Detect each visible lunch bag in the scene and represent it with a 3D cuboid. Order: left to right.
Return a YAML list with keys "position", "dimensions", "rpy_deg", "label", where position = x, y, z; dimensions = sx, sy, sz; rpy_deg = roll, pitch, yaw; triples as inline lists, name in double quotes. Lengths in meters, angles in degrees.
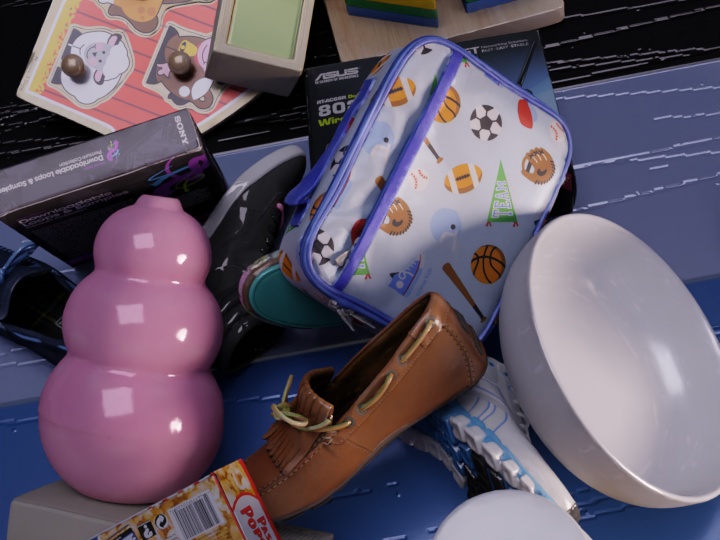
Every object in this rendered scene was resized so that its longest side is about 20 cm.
- position: [0.040, -0.046, 0.768]
  dimensions: [0.160, 0.076, 0.200]
  rpy_deg: [31, 81, -21]
  label: "lunch bag"

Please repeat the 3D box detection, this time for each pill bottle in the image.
- position: [0.086, 0.198, 0.643]
  dimensions: [0.112, 0.200, 0.113]
  rpy_deg: [-4, 59, 7]
  label: "pill bottle"

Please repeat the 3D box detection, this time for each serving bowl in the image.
- position: [0.159, 0.064, 0.748]
  dimensions: [0.066, 0.200, 0.201]
  rpy_deg: [-35, 47, 40]
  label: "serving bowl"

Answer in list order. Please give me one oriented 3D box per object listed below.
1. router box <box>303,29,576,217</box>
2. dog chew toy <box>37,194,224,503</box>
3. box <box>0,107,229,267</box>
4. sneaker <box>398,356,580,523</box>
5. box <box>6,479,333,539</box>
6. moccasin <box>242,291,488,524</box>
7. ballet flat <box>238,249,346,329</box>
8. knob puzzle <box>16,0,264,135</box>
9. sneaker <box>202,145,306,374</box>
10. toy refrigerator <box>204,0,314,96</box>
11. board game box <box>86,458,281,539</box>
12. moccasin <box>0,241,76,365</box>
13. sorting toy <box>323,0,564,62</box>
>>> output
- position: [0.058, -0.104, 0.900]
  dimensions: [0.199, 0.062, 0.150]
  rpy_deg: [-9, 51, 3]
  label: "router box"
- position: [-0.146, 0.050, 0.768]
  dimensions: [0.124, 0.125, 0.201]
  rpy_deg: [9, 93, 14]
  label: "dog chew toy"
- position: [-0.173, -0.055, 0.839]
  dimensions: [0.143, 0.200, 0.036]
  rpy_deg: [-19, 83, -3]
  label: "box"
- position: [0.088, 0.099, 0.757]
  dimensions: [0.086, 0.075, 0.200]
  rpy_deg: [-25, 37, -20]
  label: "sneaker"
- position: [-0.124, 0.191, 0.742]
  dimensions: [0.199, 0.082, 0.069]
  rpy_deg: [9, 93, 16]
  label: "box"
- position: [-0.017, 0.088, 0.717]
  dimensions: [0.201, 0.078, 0.074]
  rpy_deg: [-36, 23, 16]
  label: "moccasin"
- position: [0.000, 0.000, 0.835]
  dimensions: [0.199, 0.069, 0.071]
  rpy_deg: [-4, 33, -23]
  label: "ballet flat"
- position: [-0.173, -0.196, 0.976]
  dimensions: [0.219, 0.030, 0.220]
  rpy_deg: [0, 84, 0]
  label: "knob puzzle"
- position: [-0.078, -0.003, 0.873]
  dimensions: [0.099, 0.071, 0.200]
  rpy_deg: [32, 66, 13]
  label: "sneaker"
- position: [-0.074, -0.257, 0.957]
  dimensions: [0.076, 0.070, 0.201]
  rpy_deg: [12, 76, -12]
  label: "toy refrigerator"
- position: [-0.095, 0.235, 0.670]
  dimensions: [0.151, 0.046, 0.200]
  rpy_deg: [-28, 84, 13]
  label: "board game box"
- position: [-0.248, 0.019, 0.881]
  dimensions: [0.200, 0.068, 0.081]
  rpy_deg: [23, 65, 21]
  label: "moccasin"
- position: [0.057, -0.290, 1.015]
  dimensions: [0.198, 0.070, 0.200]
  rpy_deg: [-15, 59, 1]
  label: "sorting toy"
